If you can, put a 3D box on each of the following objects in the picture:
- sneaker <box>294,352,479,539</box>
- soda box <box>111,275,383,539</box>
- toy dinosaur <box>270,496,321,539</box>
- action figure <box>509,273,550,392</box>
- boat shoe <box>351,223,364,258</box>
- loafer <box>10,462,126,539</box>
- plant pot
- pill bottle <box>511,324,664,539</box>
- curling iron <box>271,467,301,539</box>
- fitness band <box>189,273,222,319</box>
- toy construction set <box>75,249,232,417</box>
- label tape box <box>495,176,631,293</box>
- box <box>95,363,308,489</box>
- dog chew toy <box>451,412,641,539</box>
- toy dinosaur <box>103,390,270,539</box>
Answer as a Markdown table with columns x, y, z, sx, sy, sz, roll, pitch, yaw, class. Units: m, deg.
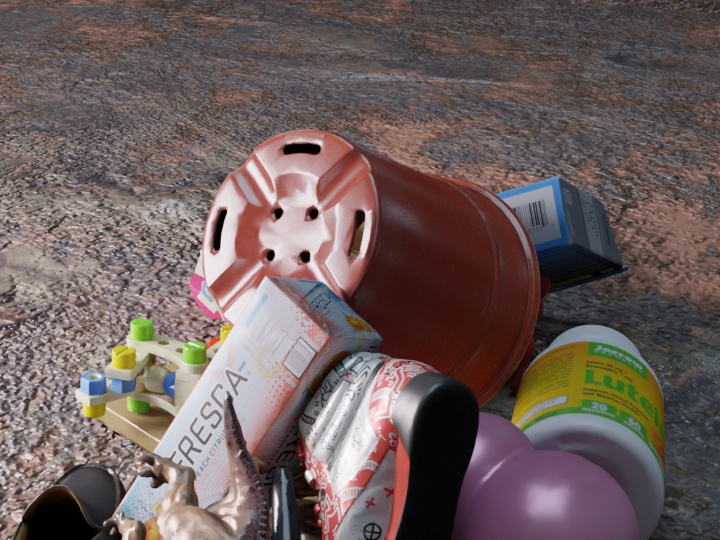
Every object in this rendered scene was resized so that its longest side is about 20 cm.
| x | y | z | sx | sy | sz | roll | pitch | yaw | class |
| --- | --- | --- | --- | --- | --- | --- | --- | --- | --- |
| 0.000 | 0.149 | 0.826 | 0.067 | 0.203 | 0.108 | 14 | 2 | -36 | sneaker |
| -0.073 | 0.101 | 0.883 | 0.064 | 0.201 | 0.068 | 42 | 17 | 27 | soda box |
| -0.030 | 0.173 | 0.949 | 0.198 | 0.059 | 0.101 | 11 | 7 | 0 | toy dinosaur |
| 0.098 | 0.080 | 1.178 | 0.065 | 0.100 | 0.200 | 25 | 53 | 39 | action figure |
| -0.009 | -0.048 | 1.352 | 0.075 | 0.072 | 0.200 | 19 | 6 | -18 | boat shoe |
| -0.185 | 0.169 | 0.891 | 0.072 | 0.073 | 0.200 | 0 | 21 | -2 | loafer |
| 0.000 | 0.000 | 1.012 | 0.199 | 0.203 | 0.195 | 19 | -4 | 35 | plant pot |
| 0.164 | 0.115 | 1.012 | 0.110 | 0.112 | 0.200 | 6 | 22 | 10 | pill bottle |
| -0.040 | 0.197 | 0.780 | 0.025 | 0.050 | 0.201 | -7 | 47 | 7 | curling iron |
| -0.088 | -0.005 | 1.290 | 0.143 | 0.038 | 0.200 | -30 | 11 | -8 | fitness band |
| -0.121 | 0.061 | 1.101 | 0.130 | 0.093 | 0.200 | 10 | 34 | 20 | toy construction set |
| 0.147 | -0.020 | 1.251 | 0.142 | 0.067 | 0.200 | -16 | -12 | 23 | label tape box |
| -0.094 | 0.116 | 1.103 | 0.163 | 0.022 | 0.199 | -18 | 29 | -41 | box |
| 0.076 | 0.147 | 0.875 | 0.199 | 0.126 | 0.124 | 34 | 35 | 30 | dog chew toy |
| -0.092 | 0.176 | 0.785 | 0.085 | 0.201 | 0.136 | 25 | 15 | -25 | toy dinosaur |
